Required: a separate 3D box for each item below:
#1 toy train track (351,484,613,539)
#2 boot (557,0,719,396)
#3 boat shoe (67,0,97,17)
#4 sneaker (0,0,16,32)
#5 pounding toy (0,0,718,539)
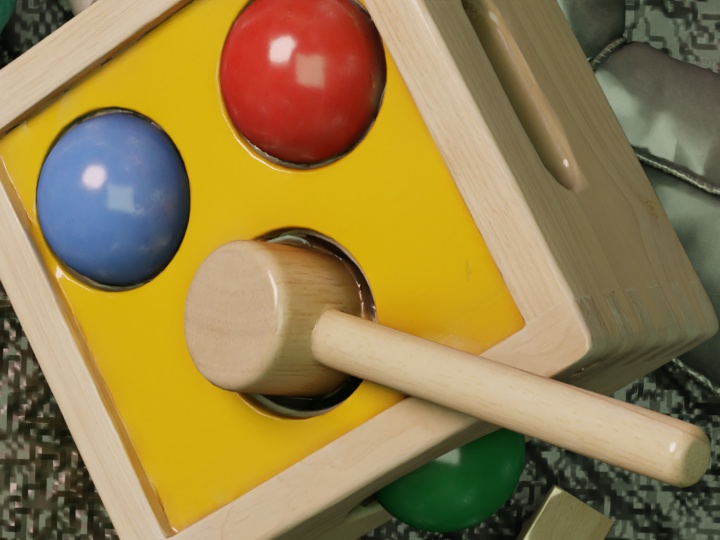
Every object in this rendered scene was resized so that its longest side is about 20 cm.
[{"bbox_3d":[0.073,0.144,0.831,0.199,0.033,0.115,32,87,-11],"label":"toy train track"},{"bbox_3d":[0.115,-0.053,0.813,0.199,0.073,0.183,24,102,3],"label":"boot"},{"bbox_3d":[-0.024,-0.161,0.812,0.200,0.075,0.093,-37,65,6],"label":"boat shoe"},{"bbox_3d":[-0.179,-0.112,0.788,0.199,0.084,0.121,27,51,24],"label":"sneaker"},{"bbox_3d":[0.000,0.000,0.716,0.184,0.142,0.201,-32,77,25],"label":"pounding toy"}]
